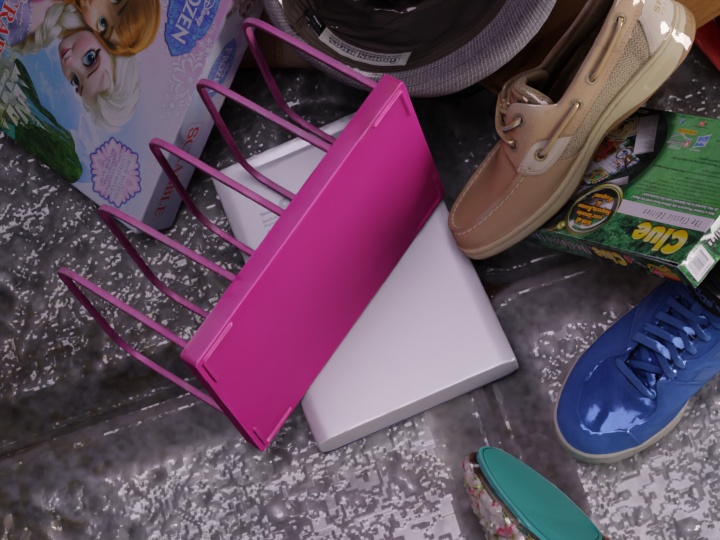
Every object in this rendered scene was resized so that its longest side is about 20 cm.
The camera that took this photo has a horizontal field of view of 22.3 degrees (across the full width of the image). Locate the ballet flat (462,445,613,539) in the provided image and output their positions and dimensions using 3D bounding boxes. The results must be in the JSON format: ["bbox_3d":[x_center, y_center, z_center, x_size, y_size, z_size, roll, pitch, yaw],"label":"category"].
[{"bbox_3d":[0.126,0.180,1.032,0.200,0.076,0.064,37,111,27],"label":"ballet flat"}]

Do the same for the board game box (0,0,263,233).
[{"bbox_3d":[-0.169,-0.161,1.178,0.199,0.041,0.200,35,116,22],"label":"board game box"}]

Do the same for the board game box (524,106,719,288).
[{"bbox_3d":[0.161,-0.051,1.081,0.105,0.023,0.200,-47,28,-12],"label":"board game box"}]

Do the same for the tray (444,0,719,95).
[{"bbox_3d":[0.151,-0.167,1.098,0.200,0.098,0.037,-31,43,37],"label":"tray"}]

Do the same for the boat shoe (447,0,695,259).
[{"bbox_3d":[0.110,-0.094,1.088,0.200,0.064,0.071,-50,29,19],"label":"boat shoe"}]

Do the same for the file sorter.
[{"bbox_3d":[-0.066,-0.026,1.085,0.125,0.139,0.200,29,75,24],"label":"file sorter"}]

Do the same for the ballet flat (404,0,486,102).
[{"bbox_3d":[0.037,-0.203,1.160,0.057,0.201,0.066,-6,25,26],"label":"ballet flat"}]

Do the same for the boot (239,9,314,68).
[{"bbox_3d":[-0.100,-0.226,1.179,0.166,0.201,0.072,17,39,19],"label":"boot"}]

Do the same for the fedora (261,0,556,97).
[{"bbox_3d":[0.034,-0.199,1.075,0.177,0.090,0.200,45,123,-8],"label":"fedora"}]

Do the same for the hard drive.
[{"bbox_3d":[0.000,0.000,1.150,0.132,0.025,0.200,-23,65,0],"label":"hard drive"}]

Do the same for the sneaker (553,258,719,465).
[{"bbox_3d":[0.189,0.026,1.059,0.200,0.111,0.077,-37,66,-7],"label":"sneaker"}]

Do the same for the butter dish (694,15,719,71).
[{"bbox_3d":[0.285,-0.225,1.131,0.200,0.148,0.200,-34,65,-5],"label":"butter dish"}]
